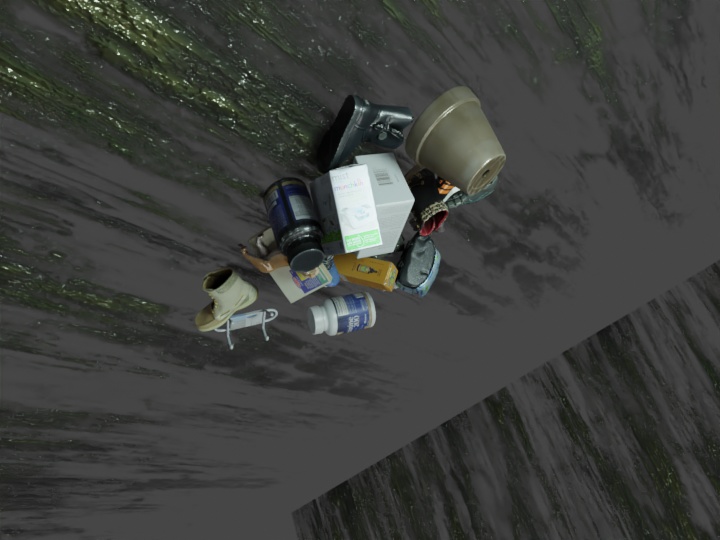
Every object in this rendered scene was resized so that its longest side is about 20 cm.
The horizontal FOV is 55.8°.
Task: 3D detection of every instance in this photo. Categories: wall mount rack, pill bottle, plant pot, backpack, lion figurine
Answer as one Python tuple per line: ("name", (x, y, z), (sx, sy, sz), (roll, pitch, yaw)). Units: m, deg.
("wall mount rack", (-0.324, 0.155, 1.972), (0.195, 0.076, 0.175), (-12, 149, -19))
("pill bottle", (-0.148, -0.102, 1.551), (0.109, 0.204, 0.113), (-15, 150, -9))
("plant pot", (0.227, -0.273, 1.512), (0.198, 0.174, 0.201), (-35, 159, -15))
("pill bottle", (-0.060, 0.137, 2.088), (0.195, 0.113, 0.112), (-10, 149, -21))
("backpack", (0.162, -0.003, 1.966), (0.151, 0.167, 0.200), (25, 165, -9))
("lion figurine", (-0.198, -0.031, 1.656), (0.195, 0.073, 0.124), (-5, 127, 29))

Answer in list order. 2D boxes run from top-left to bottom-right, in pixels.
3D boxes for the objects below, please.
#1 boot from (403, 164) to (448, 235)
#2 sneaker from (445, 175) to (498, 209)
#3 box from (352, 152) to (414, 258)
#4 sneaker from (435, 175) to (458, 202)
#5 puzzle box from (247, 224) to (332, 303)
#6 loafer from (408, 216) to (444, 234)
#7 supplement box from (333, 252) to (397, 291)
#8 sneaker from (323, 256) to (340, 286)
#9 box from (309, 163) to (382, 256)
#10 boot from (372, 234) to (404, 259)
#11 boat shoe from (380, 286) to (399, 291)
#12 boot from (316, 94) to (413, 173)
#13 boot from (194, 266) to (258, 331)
("boot", (0.134, -0.154, 1.712), (0.072, 0.153, 0.200), (11, 137, -44))
("sneaker", (0.278, -0.199, 1.818), (0.195, 0.077, 0.080), (-21, 153, -2))
("box", (0.034, -0.156, 1.640), (0.104, 0.155, 0.202), (-10, 149, -21))
("sneaker", (0.216, -0.236, 1.739), (0.197, 0.071, 0.090), (-28, 134, 10))
("puzzle box", (-0.175, -0.026, 1.700), (0.131, 0.026, 0.202), (-25, 111, 21))
("loafer", (0.177, -0.120, 1.807), (0.070, 0.065, 0.200), (-16, 179, -12))
("supplement box", (0.000, 0.000, 1.843), (0.195, 0.068, 0.069), (13, 163, 28))
("sneaker", (-0.101, -0.030, 1.742), (0.079, 0.088, 0.202), (-53, 133, -25))
("box", (-0.039, -0.131, 1.529), (0.094, 0.182, 0.199), (-12, -178, -16))
("boot", (0.054, -0.086, 1.873), (0.128, 0.069, 0.201), (-29, 156, -2))
("boat shoe", (0.071, 0.031, 2.053), (0.073, 0.068, 0.198), (-34, 148, 22))
("boot", (0.011, -0.284, 1.493), (0.165, 0.078, 0.202), (6, 134, -34))
("boot", (-0.386, 0.075, 1.807), (0.197, 0.073, 0.155), (-32, 150, 5))
